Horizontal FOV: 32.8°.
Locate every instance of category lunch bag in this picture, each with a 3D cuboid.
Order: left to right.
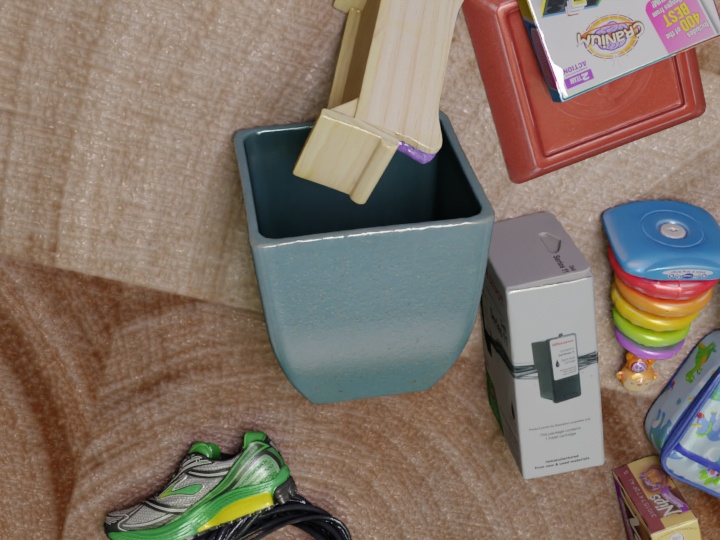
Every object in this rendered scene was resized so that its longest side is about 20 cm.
[{"bbox_3d":[0.407,0.167,1.270,0.198,0.083,0.162,27,110,-19],"label":"lunch bag"}]

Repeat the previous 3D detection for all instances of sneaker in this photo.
[{"bbox_3d":[-0.164,0.217,1.207,0.198,0.078,0.086,-22,86,7],"label":"sneaker"}]

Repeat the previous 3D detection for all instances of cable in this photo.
[{"bbox_3d":[-0.096,0.309,1.206,0.198,0.164,0.051,-25,139,-6],"label":"cable"}]

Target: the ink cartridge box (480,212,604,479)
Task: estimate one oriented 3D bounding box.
[{"bbox_3d":[0.165,0.067,1.145,0.082,0.147,0.202,-10,115,-4],"label":"ink cartridge box"}]

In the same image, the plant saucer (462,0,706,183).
[{"bbox_3d":[0.207,-0.192,1.094,0.198,0.037,0.202,-20,116,0],"label":"plant saucer"}]

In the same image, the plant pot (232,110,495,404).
[{"bbox_3d":[0.000,0.000,1.068,0.193,0.197,0.202,-7,124,-7],"label":"plant pot"}]

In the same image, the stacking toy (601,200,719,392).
[{"bbox_3d":[0.283,0.043,1.190,0.114,0.110,0.202,0,126,-6],"label":"stacking toy"}]

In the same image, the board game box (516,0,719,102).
[{"bbox_3d":[0.199,-0.263,1.023,0.151,0.040,0.202,-21,98,0],"label":"board game box"}]

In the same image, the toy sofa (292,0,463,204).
[{"bbox_3d":[0.017,-0.157,0.982,0.096,0.202,0.083,18,147,-12],"label":"toy sofa"}]

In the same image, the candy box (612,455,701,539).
[{"bbox_3d":[0.328,0.314,1.302,0.056,0.117,0.202,-19,117,0],"label":"candy box"}]
